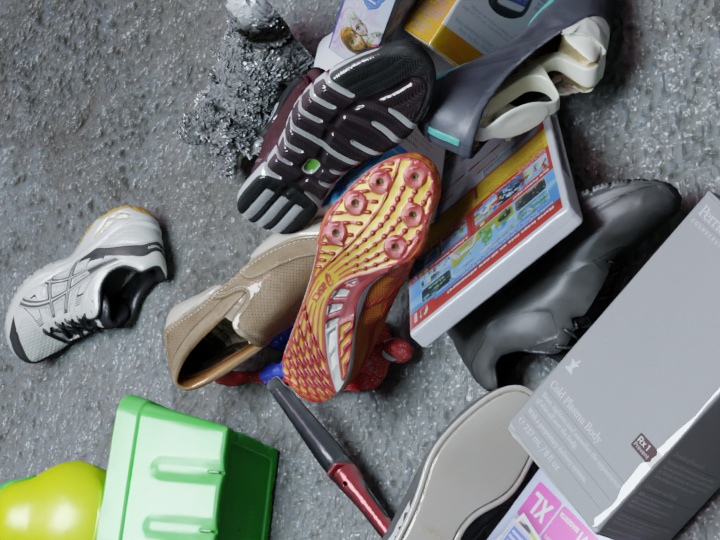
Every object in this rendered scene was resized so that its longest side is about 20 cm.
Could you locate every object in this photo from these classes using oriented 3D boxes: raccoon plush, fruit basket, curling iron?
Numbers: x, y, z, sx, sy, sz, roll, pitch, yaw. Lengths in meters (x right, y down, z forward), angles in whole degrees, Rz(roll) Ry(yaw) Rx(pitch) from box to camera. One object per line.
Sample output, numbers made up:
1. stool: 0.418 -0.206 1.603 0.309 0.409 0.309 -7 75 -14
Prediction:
1. raccoon plush: -0.116 -0.164 1.146 0.134 0.200 0.097 -45 62 1
2. fruit basket: -0.184 0.207 1.072 0.213 0.155 0.218 -8 69 22
3. curling iron: -0.018 0.159 1.005 0.049 0.026 0.201 -30 65 -6

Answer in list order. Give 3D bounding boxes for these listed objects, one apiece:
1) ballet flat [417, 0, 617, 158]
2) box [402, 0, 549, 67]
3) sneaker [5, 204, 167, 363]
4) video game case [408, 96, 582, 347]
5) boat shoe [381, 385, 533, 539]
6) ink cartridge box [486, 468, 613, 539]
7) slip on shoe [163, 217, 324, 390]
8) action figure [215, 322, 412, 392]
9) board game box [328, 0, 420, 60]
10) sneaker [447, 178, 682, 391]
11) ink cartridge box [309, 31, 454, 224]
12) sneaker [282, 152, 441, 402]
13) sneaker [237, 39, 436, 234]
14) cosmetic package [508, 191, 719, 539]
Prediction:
1. ballet flat: 0.128 -0.140 0.959 0.199 0.074 0.073 -34 43 -21
2. box: 0.127 -0.234 1.001 0.041 0.119 0.201 37 98 43
3. sneaker: -0.259 0.030 1.263 0.200 0.075 0.088 -44 50 20
4. video game case: 0.089 -0.047 0.969 0.143 0.017 0.201 -40 23 23
5. boat shoe: 0.057 0.165 0.937 0.201 0.067 0.057 -57 4 -6
6. ink cartridge box: 0.106 0.245 0.889 0.201 0.042 0.119 -56 47 11
7. slip on shoe: -0.078 0.030 1.043 0.199 0.076 0.061 -27 40 29
8. action figure: -0.039 0.066 1.080 0.198 0.052 0.066 -4 66 38
9. board game box: 0.065 -0.270 0.979 0.041 0.200 0.201 34 141 8
10. sneaker: 0.145 0.012 0.933 0.200 0.076 0.091 -39 63 29
11. ink cartridge box: 0.010 -0.114 1.064 0.115 0.066 0.202 -25 43 41
12. sneaker: 0.000 0.000 0.975 0.073 0.077 0.201 32 113 8
13. sneaker: -0.020 -0.123 0.971 0.200 0.075 0.116 -39 31 37
14. cosmetic package: 0.202 0.065 0.843 0.201 0.090 0.107 -55 45 15
